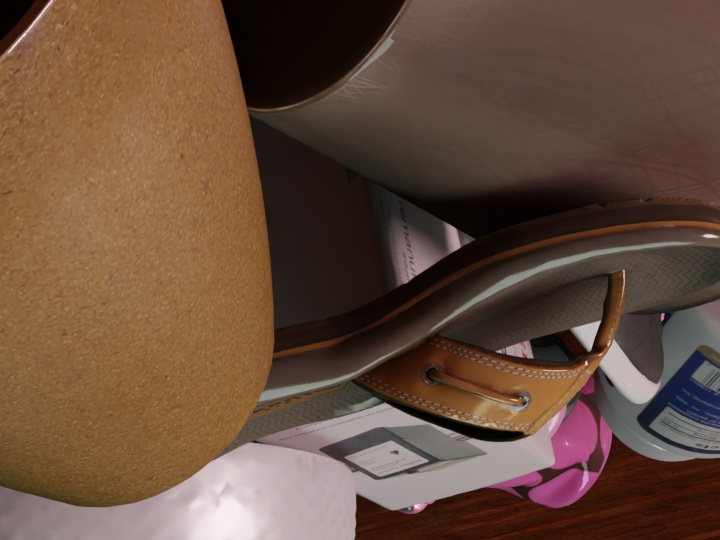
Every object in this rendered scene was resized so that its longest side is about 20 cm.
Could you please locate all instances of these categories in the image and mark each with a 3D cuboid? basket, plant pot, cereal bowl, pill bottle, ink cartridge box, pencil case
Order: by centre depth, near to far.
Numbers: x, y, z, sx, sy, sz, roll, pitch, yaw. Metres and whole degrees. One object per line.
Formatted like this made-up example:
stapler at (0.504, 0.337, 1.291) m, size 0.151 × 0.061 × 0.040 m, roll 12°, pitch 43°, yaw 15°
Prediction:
plant pot at (-0.102, -0.026, 0.544) m, size 0.185 × 0.188 × 0.200 m, roll -14°, pitch 142°, yaw 14°
basket at (0.052, -0.077, 0.637) m, size 0.199 × 0.137 × 0.180 m, roll 16°, pitch 141°, yaw -42°
cereal bowl at (-0.099, 0.119, 0.766) m, size 0.198 × 0.084 × 0.200 m, roll -1°, pitch 164°, yaw 0°
ink cartridge box at (0.000, 0.000, 0.793) m, size 0.083 × 0.147 × 0.200 m, roll -17°, pitch 159°, yaw 16°
pill bottle at (0.178, 0.027, 0.994) m, size 0.110 × 0.112 × 0.200 m, roll -5°, pitch 160°, yaw -11°
pencil case at (0.045, 0.101, 1.177) m, size 0.198 × 0.091 × 0.094 m, roll 3°, pitch 122°, yaw -24°

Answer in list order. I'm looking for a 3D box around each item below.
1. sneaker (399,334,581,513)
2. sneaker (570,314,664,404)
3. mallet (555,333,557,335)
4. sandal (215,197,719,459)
sneaker at (0.065, 0.059, 1.027) m, size 0.095 × 0.079 × 0.200 m, roll -31°, pitch 179°, yaw -28°
sneaker at (0.118, -0.015, 0.852) m, size 0.099 × 0.071 × 0.200 m, roll -40°, pitch 145°, yaw 0°
mallet at (0.049, 0.022, 1.042) m, size 0.065 × 0.042 × 0.200 m, roll -16°, pitch 163°, yaw 15°
sandal at (0.026, 0.032, 0.626) m, size 0.198 × 0.055 × 0.082 m, roll -20°, pitch 163°, yaw 3°
